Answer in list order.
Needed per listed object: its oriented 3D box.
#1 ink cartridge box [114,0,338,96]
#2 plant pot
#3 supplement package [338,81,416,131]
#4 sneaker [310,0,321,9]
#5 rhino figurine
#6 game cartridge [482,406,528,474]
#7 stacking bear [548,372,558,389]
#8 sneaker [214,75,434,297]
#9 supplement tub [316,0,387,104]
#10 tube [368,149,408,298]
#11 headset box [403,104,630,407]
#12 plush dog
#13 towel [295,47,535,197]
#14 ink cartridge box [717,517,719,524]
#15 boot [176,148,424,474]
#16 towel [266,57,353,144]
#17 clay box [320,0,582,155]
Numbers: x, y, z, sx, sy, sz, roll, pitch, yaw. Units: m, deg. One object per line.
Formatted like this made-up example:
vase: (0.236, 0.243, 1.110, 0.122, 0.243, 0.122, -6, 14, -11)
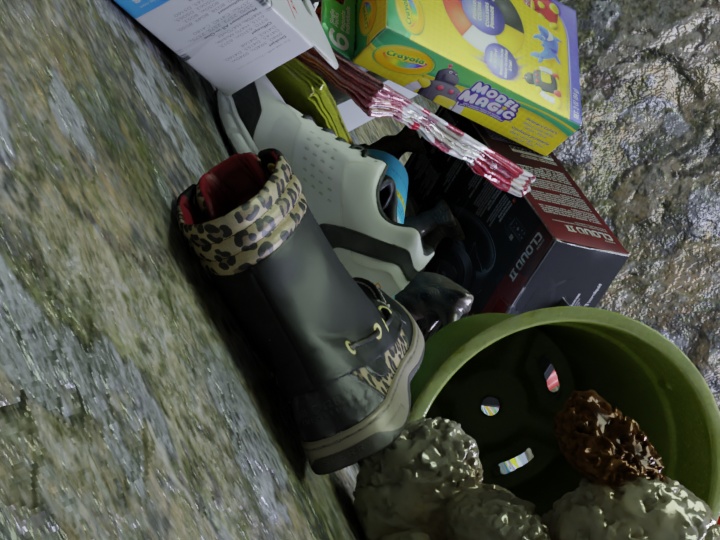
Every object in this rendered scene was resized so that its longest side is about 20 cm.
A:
ink cartridge box: (-0.097, -0.183, 1.377, 0.200, 0.067, 0.116, 39, 24, -60)
plant pot: (0.099, 0.103, 1.428, 0.200, 0.200, 0.190, 61, -5, -14)
supplement package: (-0.011, -0.218, 1.932, 0.117, 0.117, 0.200, 59, 9, -26)
sneaker: (-0.051, -0.219, 1.548, 0.200, 0.077, 0.085, 131, -34, -56)
rhino figurine: (0.027, -0.019, 1.616, 0.060, 0.087, 0.200, 57, 9, -51)
game cartridge: (0.097, 0.143, 1.734, 0.200, 0.040, 0.134, 53, 16, -51)
stacking bear: (0.104, 0.013, 1.981, 0.200, 0.121, 0.114, 55, -2, 17)
sneaker: (-0.022, -0.056, 1.428, 0.200, 0.080, 0.074, 59, 8, 26)
supplement tub: (-0.046, -0.224, 1.703, 0.200, 0.122, 0.123, 62, 8, 4)
tube: (0.000, 0.000, 1.503, 0.077, 0.050, 0.200, 50, 28, -30)
headset box: (0.095, -0.008, 1.663, 0.077, 0.149, 0.200, 10, 32, -36)
plush dog: (0.107, 0.165, 1.205, 0.200, 0.171, 0.161, 61, 8, -17)
towel: (0.018, -0.112, 1.551, 0.144, 0.023, 0.200, 36, 6, 38)
ink cartridge box: (0.216, 0.228, 1.637, 0.044, 0.173, 0.200, -36, 111, -48)
boot: (-0.032, 0.006, 1.221, 0.151, 0.073, 0.200, 60, 13, -17)
towel: (-0.046, -0.114, 1.535, 0.086, 0.018, 0.200, 37, -6, 13)
clay box: (0.065, -0.172, 1.639, 0.200, 0.048, 0.115, 24, 47, -27)
